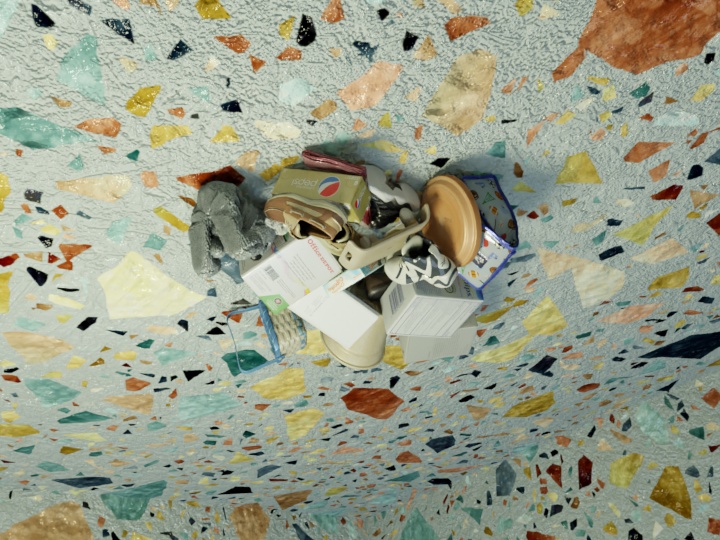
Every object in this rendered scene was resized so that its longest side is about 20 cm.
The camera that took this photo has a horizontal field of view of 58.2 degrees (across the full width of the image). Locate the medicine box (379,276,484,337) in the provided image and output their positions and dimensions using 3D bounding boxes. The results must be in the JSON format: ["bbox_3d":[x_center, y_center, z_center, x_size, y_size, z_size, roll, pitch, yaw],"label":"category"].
[{"bbox_3d":[0.174,0.075,1.607,0.194,0.105,0.183,5,144,-23],"label":"medicine box"}]

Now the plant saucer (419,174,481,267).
[{"bbox_3d":[0.189,-0.106,1.419,0.032,0.203,0.202,-16,153,-29],"label":"plant saucer"}]

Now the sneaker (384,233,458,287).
[{"bbox_3d":[0.111,-0.032,1.428,0.197,0.080,0.130,17,151,48],"label":"sneaker"}]

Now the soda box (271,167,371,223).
[{"bbox_3d":[-0.080,-0.154,1.310,0.195,0.069,0.064,11,155,29],"label":"soda box"}]

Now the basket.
[{"bbox_3d":[-0.246,0.168,1.722,0.194,0.180,0.140,-13,153,-16],"label":"basket"}]

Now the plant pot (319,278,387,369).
[{"bbox_3d":[0.011,0.127,1.743,0.195,0.204,0.186,7,132,-25],"label":"plant pot"}]

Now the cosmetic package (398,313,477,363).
[{"bbox_3d":[0.205,0.137,1.811,0.193,0.169,0.167,-7,147,-7],"label":"cosmetic package"}]

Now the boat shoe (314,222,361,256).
[{"bbox_3d":[-0.050,-0.079,1.418,0.065,0.076,0.198,11,170,42],"label":"boat shoe"}]

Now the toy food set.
[{"bbox_3d":[0.050,-0.075,1.408,0.196,0.062,0.144,-25,170,-18],"label":"toy food set"}]

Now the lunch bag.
[{"bbox_3d":[0.264,-0.083,1.457,0.121,0.204,0.171,-8,151,-27],"label":"lunch bag"}]

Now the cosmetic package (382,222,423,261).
[{"bbox_3d":[0.154,-0.039,1.609,0.102,0.089,0.198,-29,143,29],"label":"cosmetic package"}]

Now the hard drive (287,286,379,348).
[{"bbox_3d":[-0.068,0.099,1.617,0.198,0.026,0.132,36,117,-19],"label":"hard drive"}]

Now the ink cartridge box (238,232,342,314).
[{"bbox_3d":[-0.161,-0.015,1.496,0.197,0.085,0.146,-32,128,7],"label":"ink cartridge box"}]

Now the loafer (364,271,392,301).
[{"bbox_3d":[0.093,0.017,1.688,0.196,0.072,0.073,-13,152,-34],"label":"loafer"}]

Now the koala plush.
[{"bbox_3d":[-0.250,-0.092,1.386,0.174,0.189,0.198,-21,168,33],"label":"koala plush"}]

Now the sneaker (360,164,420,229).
[{"bbox_3d":[0.034,-0.153,1.417,0.197,0.077,0.113,19,135,-40],"label":"sneaker"}]

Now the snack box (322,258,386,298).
[{"bbox_3d":[0.000,0.000,1.568,0.115,0.038,0.199,-32,180,29],"label":"snack box"}]

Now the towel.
[{"bbox_3d":[-0.046,-0.165,1.364,0.140,0.023,0.202,19,153,16],"label":"towel"}]

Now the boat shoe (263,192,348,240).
[{"bbox_3d":[-0.119,-0.102,1.275,0.195,0.073,0.076,8,152,34],"label":"boat shoe"}]
